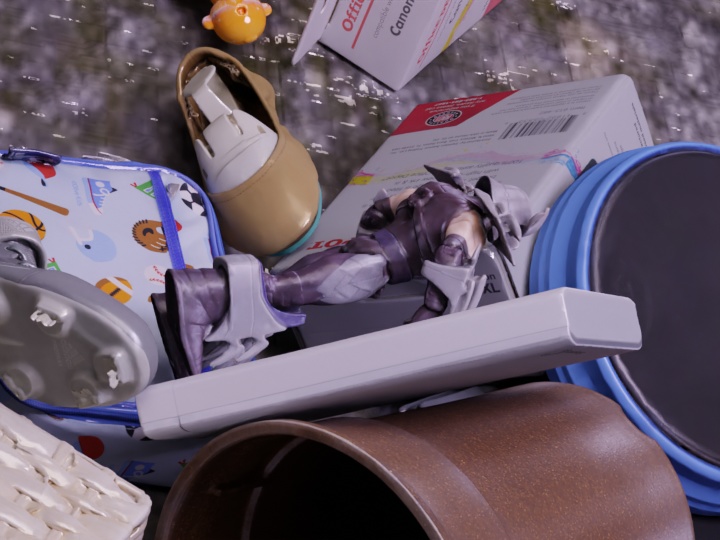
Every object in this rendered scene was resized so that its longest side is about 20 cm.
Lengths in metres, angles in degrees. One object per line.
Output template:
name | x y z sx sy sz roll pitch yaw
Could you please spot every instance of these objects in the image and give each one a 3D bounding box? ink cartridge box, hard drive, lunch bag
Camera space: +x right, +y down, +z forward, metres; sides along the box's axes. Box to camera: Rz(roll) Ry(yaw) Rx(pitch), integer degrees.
ink cartridge box | 0.044 -0.196 1.532 0.067 0.117 0.200 34 42 11
ink cartridge box | 0.063 -0.022 1.325 0.146 0.083 0.200 -5 28 32
hard drive | 0.016 0.044 1.080 0.132 0.200 0.027 8 69 -70
lunch bag | -0.135 0.019 1.246 0.160 0.076 0.200 6 44 -23

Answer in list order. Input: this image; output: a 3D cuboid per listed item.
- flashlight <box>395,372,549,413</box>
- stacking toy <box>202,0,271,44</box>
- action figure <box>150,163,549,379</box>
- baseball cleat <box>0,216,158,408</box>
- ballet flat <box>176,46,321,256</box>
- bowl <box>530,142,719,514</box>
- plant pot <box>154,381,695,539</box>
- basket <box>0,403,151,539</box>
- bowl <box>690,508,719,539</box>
flashlight | 0.108 0.082 1.304 0.200 0.068 0.068 -15 87 -32
stacking toy | -0.103 -0.222 1.516 0.116 0.110 0.200 -15 63 -18
action figure | 0.000 0.000 1.162 0.200 0.069 0.130 -19 10 -12
baseball cleat | -0.160 0.009 1.103 0.200 0.070 0.106 10 33 31
ballet flat | -0.073 -0.070 1.346 0.063 0.069 0.200 49 6 -28
bowl | 0.182 0.025 1.242 0.201 0.039 0.201 13 64 -27
plant pot | 0.042 0.146 1.113 0.198 0.200 0.200 -15 53 -47
basket | -0.209 0.126 1.052 0.200 0.123 0.136 30 39 8
bowl | 0.203 0.137 1.256 0.201 0.039 0.201 16 56 -24
